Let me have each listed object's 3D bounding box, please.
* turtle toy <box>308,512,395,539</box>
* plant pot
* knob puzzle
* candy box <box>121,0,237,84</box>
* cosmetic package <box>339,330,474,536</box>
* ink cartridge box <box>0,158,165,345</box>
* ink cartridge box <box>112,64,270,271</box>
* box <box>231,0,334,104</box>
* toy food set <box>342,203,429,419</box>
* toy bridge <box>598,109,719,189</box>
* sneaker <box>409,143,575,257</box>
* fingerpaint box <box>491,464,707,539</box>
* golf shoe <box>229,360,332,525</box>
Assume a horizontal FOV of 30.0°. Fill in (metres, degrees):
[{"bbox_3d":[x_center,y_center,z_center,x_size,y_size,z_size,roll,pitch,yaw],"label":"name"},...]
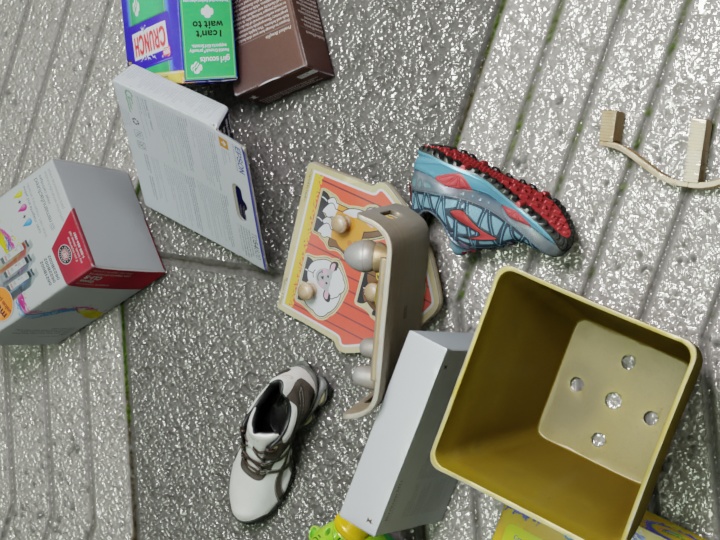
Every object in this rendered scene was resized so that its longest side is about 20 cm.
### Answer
[{"bbox_3d":[0.013,0.344,1.413,0.200,0.101,0.146,48,109,21],"label":"turtle toy"},{"bbox_3d":[0.214,0.126,1.273,0.198,0.176,0.202,23,98,26],"label":"plant pot"},{"bbox_3d":[0.000,0.000,1.453,0.217,0.030,0.223,7,102,33],"label":"knob puzzle"},{"bbox_3d":[-0.211,-0.310,1.520,0.168,0.076,0.203,8,106,59],"label":"candy box"},{"bbox_3d":[0.066,0.162,1.365,0.051,0.150,0.202,25,98,26],"label":"cosmetic package"},{"bbox_3d":[-0.368,-0.016,1.611,0.199,0.144,0.147,-32,74,24],"label":"ink cartridge box"},{"bbox_3d":[-0.177,-0.114,1.503,0.199,0.201,0.041,29,56,27],"label":"ink cartridge box"},{"bbox_3d":[-0.106,-0.302,1.526,0.099,0.075,0.203,-17,78,26],"label":"box"},{"bbox_3d":[0.018,0.038,1.355,0.060,0.143,0.203,8,99,16],"label":"toy food set"},{"bbox_3d":[0.328,-0.114,1.307,0.198,0.027,0.068,10,95,28],"label":"toy bridge"},{"bbox_3d":[0.134,-0.054,1.394,0.199,0.079,0.096,33,117,32],"label":"sneaker"},{"bbox_3d":[0.225,0.305,1.316,0.198,0.073,0.169,23,99,27],"label":"fingerpaint box"},{"bbox_3d":[-0.110,0.193,1.492,0.077,0.094,0.202,28,102,25],"label":"golf shoe"}]
